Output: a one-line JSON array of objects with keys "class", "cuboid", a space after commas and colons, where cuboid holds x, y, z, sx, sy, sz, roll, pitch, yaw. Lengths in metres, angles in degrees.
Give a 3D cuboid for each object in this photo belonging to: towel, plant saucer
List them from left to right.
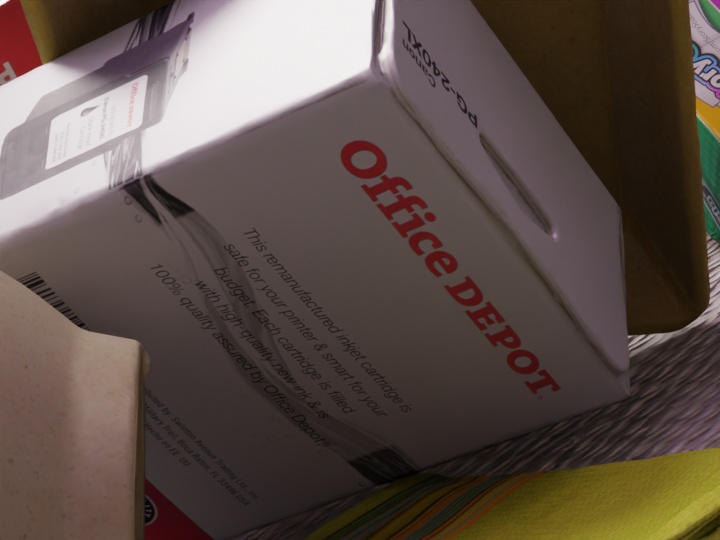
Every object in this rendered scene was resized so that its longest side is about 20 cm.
[{"class": "plant saucer", "cuboid": [0.007, -0.057, 0.731, 0.198, 0.201, 0.049, -5, 46, 7]}, {"class": "towel", "cuboid": [0.034, 0.071, 0.610, 0.086, 0.018, 0.200, -31, 7, -28]}]

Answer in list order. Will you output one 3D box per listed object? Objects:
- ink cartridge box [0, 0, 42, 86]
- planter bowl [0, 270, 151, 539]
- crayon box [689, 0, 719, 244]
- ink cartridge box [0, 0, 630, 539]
[{"class": "ink cartridge box", "cuboid": [-0.116, -0.003, 0.881, 0.082, 0.201, 0.147, -30, 10, -10]}, {"class": "planter bowl", "cuboid": [-0.122, 0.078, 0.591, 0.133, 0.202, 0.200, 2, 9, -4]}, {"class": "crayon box", "cuboid": [0.132, -0.116, 0.895, 0.118, 0.200, 0.058, -28, -34, -14]}, {"class": "ink cartridge box", "cuboid": [-0.035, -0.002, 0.692, 0.199, 0.145, 0.084, -22, 39, 25]}]
